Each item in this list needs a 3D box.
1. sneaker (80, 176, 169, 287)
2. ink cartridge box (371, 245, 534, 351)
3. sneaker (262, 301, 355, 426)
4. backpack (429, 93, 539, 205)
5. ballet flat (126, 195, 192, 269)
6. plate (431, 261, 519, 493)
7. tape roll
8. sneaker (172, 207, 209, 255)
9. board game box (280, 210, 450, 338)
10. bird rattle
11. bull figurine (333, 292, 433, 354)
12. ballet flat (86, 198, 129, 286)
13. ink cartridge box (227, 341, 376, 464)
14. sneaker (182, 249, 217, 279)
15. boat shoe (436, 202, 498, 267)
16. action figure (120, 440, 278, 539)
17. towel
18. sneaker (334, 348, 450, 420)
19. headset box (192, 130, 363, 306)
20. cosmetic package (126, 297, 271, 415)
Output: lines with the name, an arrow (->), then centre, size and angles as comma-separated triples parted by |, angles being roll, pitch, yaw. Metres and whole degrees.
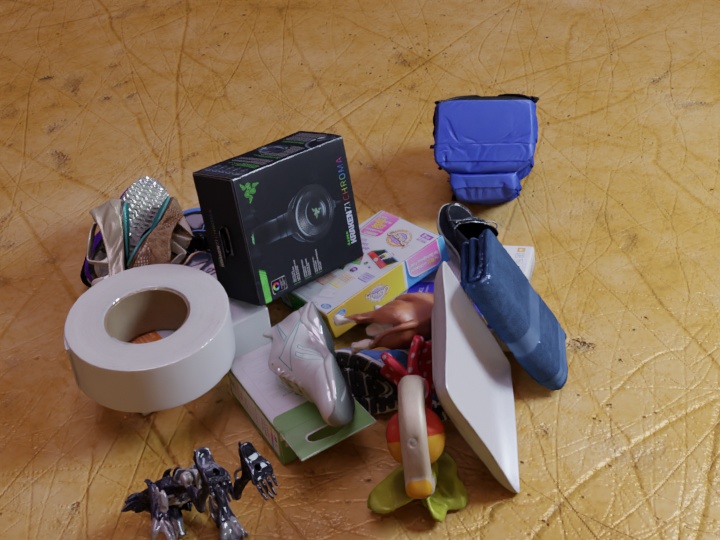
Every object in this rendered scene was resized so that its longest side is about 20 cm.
sneaker -> -0.362, -0.055, 1.568 | 0.099, 0.070, 0.201 | -21, 36, 46
ink cartridge box -> 0.126, 0.030, 1.433 | 0.199, 0.044, 0.198 | 4, 37, 16
sneaker -> -0.061, 0.120, 1.231 | 0.080, 0.071, 0.200 | -25, 36, -1
backpack -> 0.190, -0.187, 1.621 | 0.162, 0.169, 0.200 | 6, 6, 9
ballet flat -> -0.275, -0.041, 1.485 | 0.065, 0.071, 0.200 | 28, 29, -10
plate -> 0.125, 0.123, 1.185 | 0.032, 0.200, 0.200 | -19, 39, 20
tape roll -> -0.255, 0.079, 1.279 | 0.201, 0.071, 0.203 | -3, 39, 2
sneaker -> -0.208, -0.052, 1.568 | 0.199, 0.070, 0.078 | -11, 32, -7
board game box -> 0.000, 0.000, 1.443 | 0.200, 0.040, 0.153 | -34, 32, -19
bird rattle -> 0.067, 0.171, 1.132 | 0.112, 0.201, 0.163 | 3, -4, 4
bull figurine -> 0.058, 0.061, 1.261 | 0.121, 0.065, 0.200 | -12, -6, 26
ballet flat -> -0.345, -0.001, 1.458 | 0.069, 0.070, 0.201 | -9, 74, -4
ink cartridge box -> -0.072, 0.165, 1.267 | 0.104, 0.060, 0.200 | -23, 40, -22
sneaker -> -0.190, 0.004, 1.483 | 0.199, 0.079, 0.080 | -17, 44, -12
boat shoe -> 0.155, -0.044, 1.426 | 0.074, 0.062, 0.200 | 10, 30, -16
action figure -> -0.177, 0.251, 1.119 | 0.118, 0.200, 0.102 | -3, 68, -38
towel -> 0.187, 0.052, 1.278 | 0.048, 0.200, 0.112 | -25, 31, 25
sneaker -> 0.051, 0.133, 1.296 | 0.199, 0.079, 0.089 | 10, 19, 25
headset box -> -0.110, -0.070, 1.372 | 0.200, 0.175, 0.093 | -26, 26, -37
cosmetic package -> -0.225, 0.095, 1.373 | 0.200, 0.072, 0.101 | -28, 42, -27
